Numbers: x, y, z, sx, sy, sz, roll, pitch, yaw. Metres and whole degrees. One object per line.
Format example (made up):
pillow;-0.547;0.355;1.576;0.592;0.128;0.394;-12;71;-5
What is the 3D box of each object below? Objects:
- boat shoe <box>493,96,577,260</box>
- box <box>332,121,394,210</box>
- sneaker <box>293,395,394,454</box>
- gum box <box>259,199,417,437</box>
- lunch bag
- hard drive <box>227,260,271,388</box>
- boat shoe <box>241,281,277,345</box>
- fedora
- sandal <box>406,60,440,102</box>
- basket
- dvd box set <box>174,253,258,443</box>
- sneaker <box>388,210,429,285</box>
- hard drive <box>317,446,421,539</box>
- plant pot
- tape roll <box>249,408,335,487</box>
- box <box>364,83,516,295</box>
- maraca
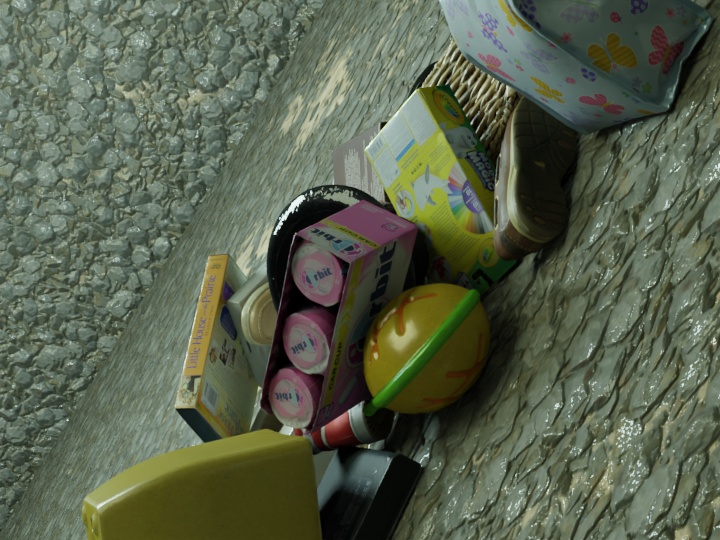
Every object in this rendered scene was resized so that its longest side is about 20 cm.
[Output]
boat shoe;0.155;-0.091;1.591;0.068;0.072;0.200;-47;22;42
box;0.028;-0.115;2.060;0.200;0.075;0.100;165;103;-70
sneaker;-0.014;0.108;1.733;0.112;0.071;0.200;-20;31;28
gum box;-0.023;0.048;1.570;0.113;0.066;0.200;-29;-40;-51
lunch bag;0.179;-0.222;1.488;0.127;0.200;0.170;-64;12;-10
hard drive;-0.073;0.029;2.002;0.026;0.132;0.200;11;43;35
boat shoe;-0.055;0.042;1.944;0.200;0.069;0.074;-20;-71;-51
fedora;0.000;0.000;1.687;0.092;0.201;0.201;-15;-26;-44
sandal;0.066;-0.136;1.874;0.048;0.075;0.200;25;114;47
basket;0.143;-0.140;1.763;0.200;0.149;0.143;-54;49;30
dvd box set;-0.154;0.103;1.946;0.146;0.029;0.200;58;-145;-53
sneaker;0.025;0.019;1.891;0.116;0.076;0.200;-61;1;23
hard drive;-0.013;0.239;1.633;0.140;0.033;0.200;-64;13;-10
plant pot;-0.153;0.262;1.591;0.196;0.200;0.194;170;93;-73
tape roll;-0.062;0.172;1.880;0.202;0.071;0.202;-56;15;23
box;0.089;-0.070;1.666;0.117;0.048;0.200;-46;63;48
maraca;0.054;0.077;1.554;0.137;0.107;0.200;-45;-2;-20
